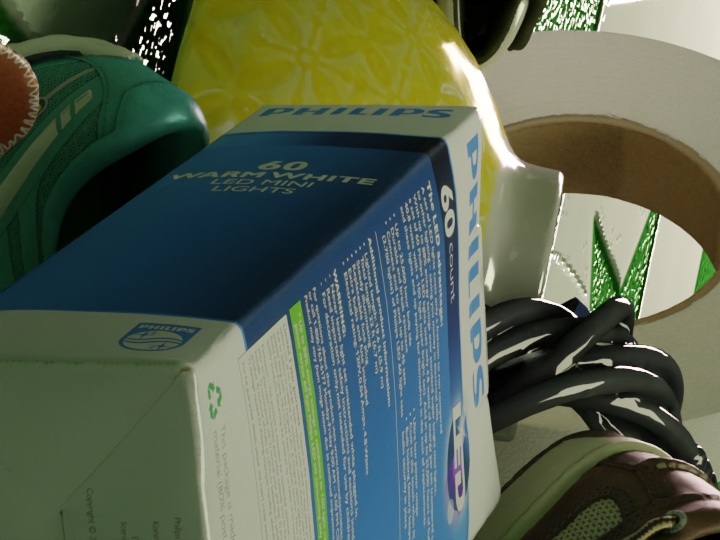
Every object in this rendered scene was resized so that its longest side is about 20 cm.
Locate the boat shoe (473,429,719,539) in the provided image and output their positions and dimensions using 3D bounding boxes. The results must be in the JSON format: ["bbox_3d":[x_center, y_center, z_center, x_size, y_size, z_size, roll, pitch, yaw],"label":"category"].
[{"bbox_3d":[0.024,0.126,0.688,0.075,0.075,0.203,44,77,-31],"label":"boat shoe"}]

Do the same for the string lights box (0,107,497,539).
[{"bbox_3d":[-0.023,0.037,0.601,0.200,0.059,0.103,-44,133,-67],"label":"string lights box"}]

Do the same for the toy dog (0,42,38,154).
[{"bbox_3d":[-0.111,-0.001,0.562,0.132,0.096,0.201,-55,151,-51],"label":"toy dog"}]

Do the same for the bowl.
[{"bbox_3d":[0.000,0.000,0.815,0.200,0.107,0.202,10,90,-86],"label":"bowl"}]

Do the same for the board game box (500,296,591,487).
[{"bbox_3d":[0.007,0.106,0.951,0.035,0.135,0.200,46,42,-14],"label":"board game box"}]

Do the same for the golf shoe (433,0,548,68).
[{"bbox_3d":[0.027,-0.098,0.883,0.200,0.078,0.098,108,-11,-63],"label":"golf shoe"}]

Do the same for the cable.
[{"bbox_3d":[0.028,0.090,0.786,0.051,0.162,0.201,56,-13,47],"label":"cable"}]

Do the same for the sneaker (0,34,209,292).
[{"bbox_3d":[-0.081,0.043,0.689,0.077,0.079,0.201,3,96,-47],"label":"sneaker"}]

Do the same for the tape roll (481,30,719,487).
[{"bbox_3d":[0.074,-0.006,0.956,0.037,0.202,0.203,89,22,-43],"label":"tape roll"}]
